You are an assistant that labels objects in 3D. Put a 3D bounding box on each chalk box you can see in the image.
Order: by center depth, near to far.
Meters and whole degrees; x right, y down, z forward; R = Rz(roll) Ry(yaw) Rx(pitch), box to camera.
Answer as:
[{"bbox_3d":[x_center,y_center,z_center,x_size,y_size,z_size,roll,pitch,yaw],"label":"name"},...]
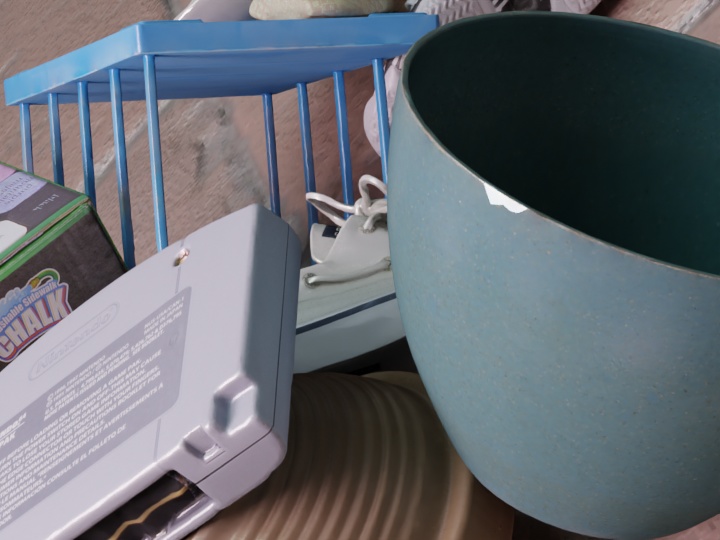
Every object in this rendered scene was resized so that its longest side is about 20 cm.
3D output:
[{"bbox_3d":[-0.165,0.034,1.225,0.125,0.201,0.124,-39,30,-21],"label":"chalk box"}]

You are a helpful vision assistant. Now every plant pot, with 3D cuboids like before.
[{"bbox_3d":[0.095,0.014,1.003,0.200,0.199,0.135,-108,30,-60],"label":"plant pot"},{"bbox_3d":[-0.045,0.108,1.060,0.200,0.093,0.201,-36,31,25],"label":"plant pot"}]

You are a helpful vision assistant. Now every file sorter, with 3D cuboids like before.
[{"bbox_3d":[-0.062,-0.041,1.283,0.200,0.138,0.124,171,94,-67],"label":"file sorter"}]

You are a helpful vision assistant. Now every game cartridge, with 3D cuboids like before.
[{"bbox_3d":[-0.099,0.064,1.059,0.200,0.040,0.134,-35,34,27],"label":"game cartridge"}]

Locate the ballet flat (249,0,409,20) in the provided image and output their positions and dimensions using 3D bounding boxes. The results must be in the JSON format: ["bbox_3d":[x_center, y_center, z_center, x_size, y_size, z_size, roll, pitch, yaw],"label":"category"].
[{"bbox_3d":[-0.011,-0.144,1.375,0.067,0.063,0.200,0,5,11],"label":"ballet flat"}]

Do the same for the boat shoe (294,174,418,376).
[{"bbox_3d":[-0.001,0.002,1.162,0.201,0.075,0.087,-19,71,-3],"label":"boat shoe"}]

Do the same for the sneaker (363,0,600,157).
[{"bbox_3d":[0.063,-0.137,1.344,0.200,0.075,0.115,-55,19,1],"label":"sneaker"}]

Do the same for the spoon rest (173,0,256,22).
[{"bbox_3d":[-0.053,-0.148,1.448,0.099,0.061,0.200,-40,-2,30],"label":"spoon rest"}]
